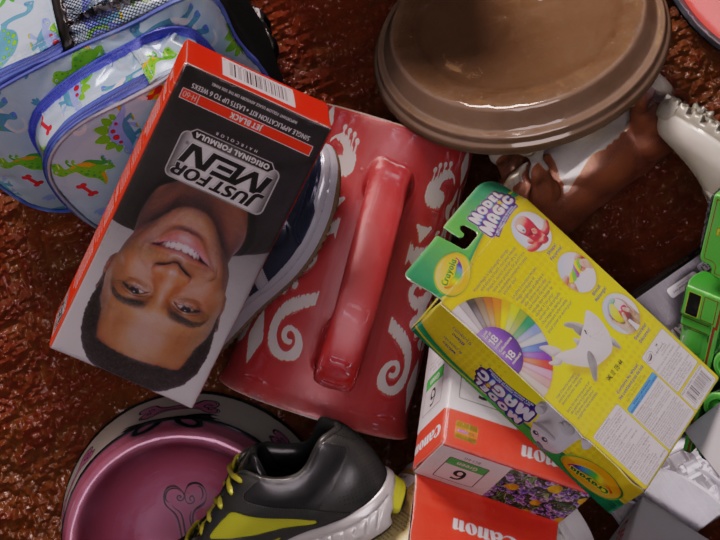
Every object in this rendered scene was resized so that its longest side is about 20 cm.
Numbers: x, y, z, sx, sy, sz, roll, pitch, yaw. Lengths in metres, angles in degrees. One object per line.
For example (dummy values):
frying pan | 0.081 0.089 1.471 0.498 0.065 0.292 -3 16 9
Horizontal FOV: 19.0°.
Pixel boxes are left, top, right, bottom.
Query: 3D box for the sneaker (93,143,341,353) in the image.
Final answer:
sneaker | -0.103 -0.018 1.391 0.108 0.070 0.200 19 128 -32

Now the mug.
mug | 0.008 0.002 1.433 0.133 0.177 0.201 17 91 -32

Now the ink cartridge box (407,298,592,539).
ink cartridge box | 0.094 0.106 1.371 0.108 0.050 0.201 20 54 -15

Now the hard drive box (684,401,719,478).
hard drive box | 0.331 0.135 1.411 0.156 0.077 0.200 -37 126 4

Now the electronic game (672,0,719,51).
electronic game | 0.298 -0.233 1.453 0.199 0.042 0.201 0 95 3

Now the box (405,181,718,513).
box | 0.121 0.044 1.361 0.200 0.048 0.117 44 51 -3

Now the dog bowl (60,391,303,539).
dog bowl | -0.118 0.188 1.497 0.199 0.074 0.201 0 94 4

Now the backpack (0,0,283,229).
backpack | -0.162 -0.117 1.414 0.199 0.183 0.148 -21 56 9

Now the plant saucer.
plant saucer | 0.104 -0.157 1.412 0.199 0.201 0.030 -13 137 5

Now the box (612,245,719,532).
box | 0.233 0.080 1.478 0.200 0.048 0.159 -34 91 6

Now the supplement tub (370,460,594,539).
supplement tub | 0.046 0.213 1.431 0.200 0.144 0.145 -40 91 -17

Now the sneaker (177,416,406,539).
sneaker | -0.071 0.156 1.403 0.199 0.075 0.085 -26 110 12

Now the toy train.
toy train | 0.234 0.034 1.397 0.056 0.042 0.201 23 122 24

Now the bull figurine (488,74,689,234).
bull figurine | 0.137 -0.069 1.444 0.200 0.122 0.065 -41 51 -8

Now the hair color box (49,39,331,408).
hair color box | -0.105 -0.028 1.321 0.101 0.061 0.201 23 107 -12

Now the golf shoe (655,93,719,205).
golf shoe | 0.254 -0.026 1.409 0.200 0.078 0.097 44 100 1

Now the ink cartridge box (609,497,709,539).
ink cartridge box | 0.159 0.269 1.422 0.084 0.146 0.200 33 113 1
